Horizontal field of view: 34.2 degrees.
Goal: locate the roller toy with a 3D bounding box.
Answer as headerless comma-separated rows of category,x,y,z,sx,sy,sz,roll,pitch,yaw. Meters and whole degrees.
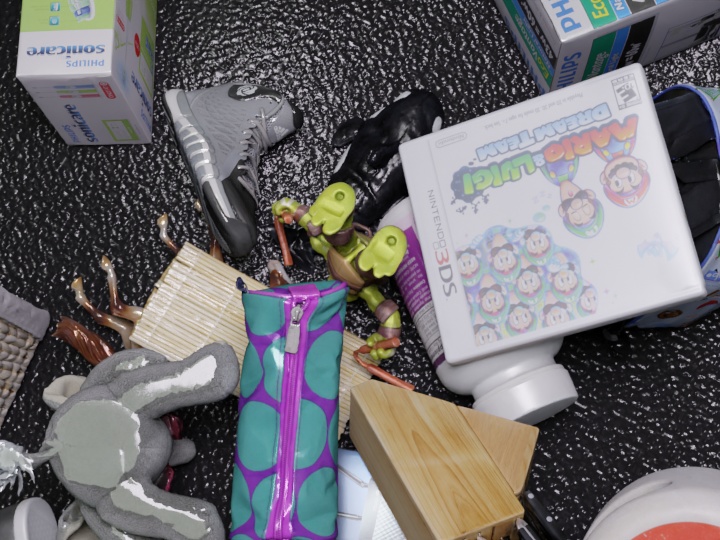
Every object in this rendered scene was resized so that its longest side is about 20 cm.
roller toy,0.245,0.245,0.852,0.182,0.140,0.201,5,91,17

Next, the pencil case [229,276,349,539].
pencil case,-0.054,0.106,0.876,0.085,0.092,0.201,2,89,-2

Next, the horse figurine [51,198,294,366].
horse figurine,-0.163,0.028,1.011,0.200,0.050,0.133,-35,87,-15

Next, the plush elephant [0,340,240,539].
plush elephant,-0.193,0.148,0.938,0.199,0.155,0.165,-3,82,-5

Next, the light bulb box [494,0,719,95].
light bulb box,0.221,-0.288,1.047,0.199,0.125,0.199,-22,73,-4

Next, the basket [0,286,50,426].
basket,-0.394,0.059,0.951,0.198,0.200,0.161,19,81,10

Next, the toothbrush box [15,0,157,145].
toothbrush box,-0.240,-0.232,1.052,0.086,0.146,0.201,0,72,3

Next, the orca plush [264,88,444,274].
orca plush,-0.001,-0.093,1.030,0.200,0.071,0.105,-34,73,-6

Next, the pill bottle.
pill bottle,0.099,0.032,0.964,0.112,0.112,0.201,-23,73,-3

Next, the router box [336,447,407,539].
router box,0.002,0.246,0.930,0.149,0.062,0.201,9,73,8

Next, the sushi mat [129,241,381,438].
sushi mat,-0.086,0.062,0.988,0.200,0.012,0.096,29,79,-7

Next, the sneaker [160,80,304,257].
sneaker,-0.096,-0.105,1.023,0.115,0.075,0.200,-20,53,-11

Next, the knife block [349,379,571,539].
knife block,0.061,0.183,0.848,0.199,0.064,0.176,16,46,13

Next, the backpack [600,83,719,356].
backpack,0.269,-0.053,0.938,0.153,0.191,0.201,-5,72,-14

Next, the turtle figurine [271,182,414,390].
turtle figurine,0.000,0.000,0.942,0.064,0.161,0.200,-31,78,-15

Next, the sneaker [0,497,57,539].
sneaker,-0.289,0.291,0.941,0.099,0.071,0.201,-13,79,15

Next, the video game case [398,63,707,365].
video game case,0.140,-0.041,0.886,0.199,0.024,0.183,-17,74,19
